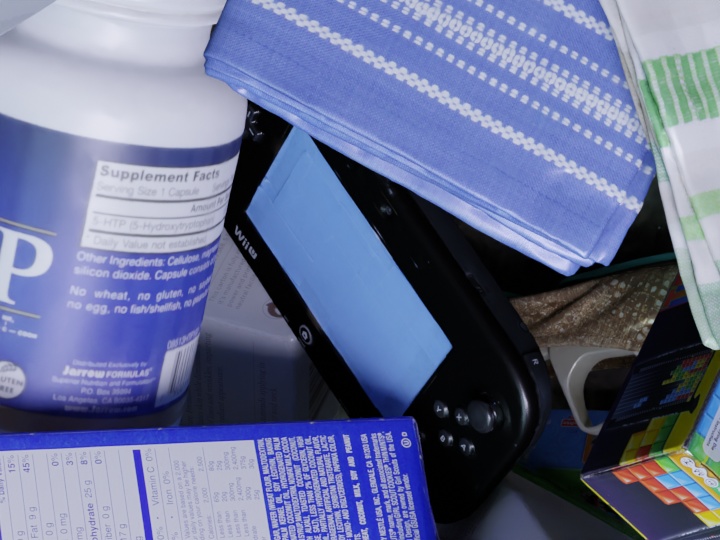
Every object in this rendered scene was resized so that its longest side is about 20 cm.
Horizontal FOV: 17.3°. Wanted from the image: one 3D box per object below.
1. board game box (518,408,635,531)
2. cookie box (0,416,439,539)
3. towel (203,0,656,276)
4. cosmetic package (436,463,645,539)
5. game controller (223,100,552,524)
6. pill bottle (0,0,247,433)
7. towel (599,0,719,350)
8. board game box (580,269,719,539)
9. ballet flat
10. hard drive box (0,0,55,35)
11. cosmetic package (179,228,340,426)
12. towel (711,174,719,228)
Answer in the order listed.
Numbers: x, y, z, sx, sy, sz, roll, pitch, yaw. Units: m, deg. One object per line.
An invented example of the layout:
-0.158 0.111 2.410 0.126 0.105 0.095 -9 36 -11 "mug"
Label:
0.171 0.120 1.002 0.200 0.037 0.151 -1 137 26 "board game box"
-0.090 0.127 0.906 0.199 0.075 0.171 -1 151 -20 "cookie box"
0.055 -0.116 0.748 0.145 0.200 0.024 28 174 -2 "towel"
0.080 0.140 0.886 0.107 0.085 0.200 31 -178 -8 "cosmetic package"
0.000 0.000 0.915 0.200 0.042 0.104 56 134 19 "game controller"
-0.107 -0.039 0.896 0.119 0.120 0.200 16 107 11 "pill bottle"
0.147 -0.085 0.713 0.152 0.200 0.023 -18 171 1 "towel"
0.182 0.041 0.815 0.165 0.200 0.057 44 145 -18 "board game box"
0.076 0.035 0.954 0.200 0.065 0.070 -11 163 36 "ballet flat"
-0.186 -0.165 0.811 0.156 0.077 0.200 -25 85 42 "hard drive box"
-0.107 0.015 1.030 0.200 0.074 0.102 17 137 13 "cosmetic package"
0.204 -0.043 0.754 0.144 0.200 0.023 38 176 -18 "towel"
